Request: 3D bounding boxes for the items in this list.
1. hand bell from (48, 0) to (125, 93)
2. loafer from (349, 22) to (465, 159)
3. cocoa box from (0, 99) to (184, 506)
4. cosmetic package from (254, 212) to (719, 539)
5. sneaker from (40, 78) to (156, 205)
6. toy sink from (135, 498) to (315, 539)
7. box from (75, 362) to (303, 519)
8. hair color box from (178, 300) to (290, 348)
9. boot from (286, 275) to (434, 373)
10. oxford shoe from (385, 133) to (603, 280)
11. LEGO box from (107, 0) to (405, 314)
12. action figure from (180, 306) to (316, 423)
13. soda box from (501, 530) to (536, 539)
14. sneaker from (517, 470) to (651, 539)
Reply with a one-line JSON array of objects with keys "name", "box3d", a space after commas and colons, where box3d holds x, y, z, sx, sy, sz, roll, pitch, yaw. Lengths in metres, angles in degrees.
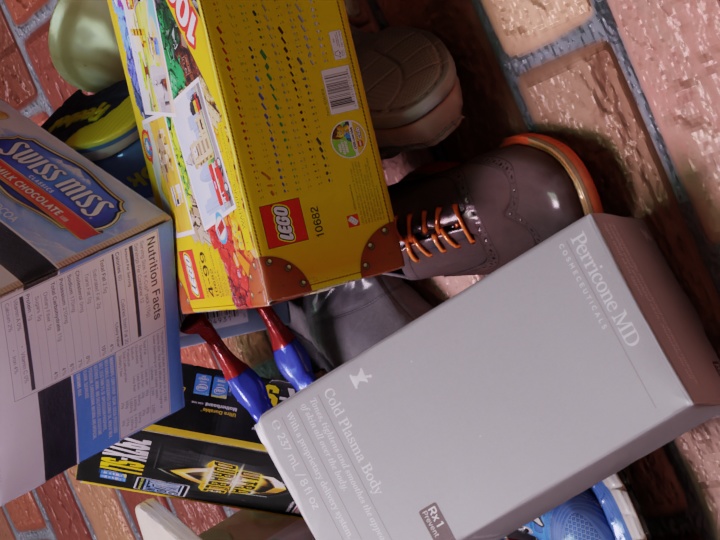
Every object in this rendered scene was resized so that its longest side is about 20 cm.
[{"name": "hand bell", "box3d": [-0.084, -0.098, 1.427, 0.200, 0.104, 0.104, 43, 146, 38]}, {"name": "loafer", "box3d": [0.006, -0.090, 1.329, 0.063, 0.072, 0.200, 59, 165, -26]}, {"name": "cocoa box", "box3d": [-0.205, 0.006, 1.357, 0.200, 0.131, 0.134, 34, 138, 39]}, {"name": "cosmetic package", "box3d": [0.066, 0.066, 1.192, 0.200, 0.090, 0.107, -35, 75, 22]}, {"name": "sneaker", "box3d": [-0.146, -0.057, 1.434, 0.082, 0.074, 0.200, 46, 163, -19]}, {"name": "toy sink", "box3d": [-0.048, 0.224, 1.628, 0.130, 0.112, 0.200, 32, 145, 48]}, {"name": "box", "box3d": [-0.088, 0.102, 1.512, 0.200, 0.159, 0.049, 119, 162, -73]}, {"name": "hair color box", "box3d": [-0.114, -0.019, 1.492, 0.200, 0.099, 0.061, -128, 28, -65]}, {"name": "boot", "box3d": [0.000, 0.000, 1.407, 0.200, 0.070, 0.132, 15, 120, 52]}, {"name": "oxford shoe", "box3d": [0.054, -0.021, 1.276, 0.200, 0.072, 0.071, -13, 100, 63]}, {"name": "LEGO box", "box3d": [-0.059, -0.085, 1.270, 0.149, 0.077, 0.200, 172, 84, -69]}, {"name": "action figure", "box3d": [-0.023, 0.105, 1.371, 0.200, 0.065, 0.099, 57, -178, -11]}, {"name": "soda box", "box3d": [0.111, 0.163, 1.335, 0.200, 0.068, 0.063, 53, 151, 24]}, {"name": "sneaker", "box3d": [0.087, 0.108, 1.280, 0.200, 0.089, 0.079, 60, -176, 6]}]
